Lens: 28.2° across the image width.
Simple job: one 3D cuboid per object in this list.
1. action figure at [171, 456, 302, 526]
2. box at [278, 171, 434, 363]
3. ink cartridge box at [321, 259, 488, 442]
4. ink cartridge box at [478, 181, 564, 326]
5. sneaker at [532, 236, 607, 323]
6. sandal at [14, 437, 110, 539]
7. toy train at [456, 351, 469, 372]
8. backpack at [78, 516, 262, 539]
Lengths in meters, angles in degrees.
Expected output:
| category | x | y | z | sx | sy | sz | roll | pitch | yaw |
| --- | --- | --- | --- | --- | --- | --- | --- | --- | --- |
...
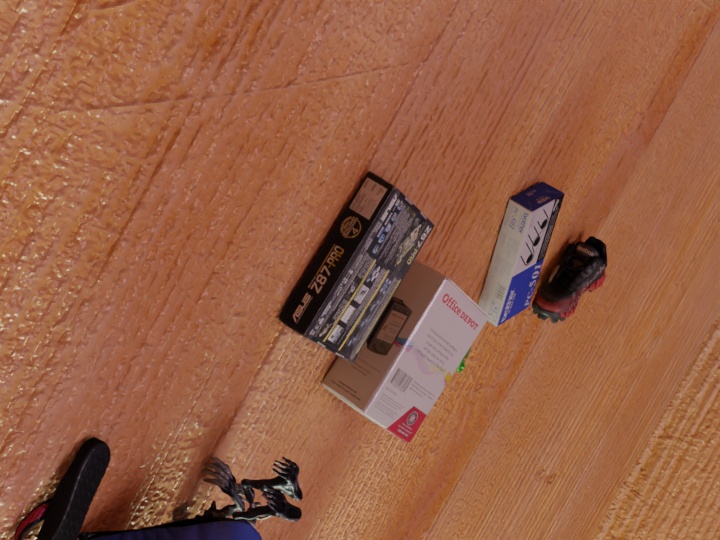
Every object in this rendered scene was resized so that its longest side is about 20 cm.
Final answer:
| category | x | y | z | sx | sy | sz | roll | pitch | yaw |
| --- | --- | --- | --- | --- | --- | --- | --- | --- | --- |
| action figure | -0.158 | 0.273 | 1.629 | 0.199 | 0.102 | 0.119 | -30 | -157 | 30 |
| box | 0.000 | 0.000 | 1.689 | 0.202 | 0.049 | 0.161 | -59 | 153 | -1 |
| ink cartridge box | 0.059 | 0.103 | 1.847 | 0.201 | 0.085 | 0.147 | -58 | 145 | -6 |
| ink cartridge box | 0.234 | -0.023 | 2.104 | 0.094 | 0.044 | 0.202 | -27 | 140 | -46 |
| sneaker | 0.340 | 0.009 | 2.307 | 0.200 | 0.070 | 0.099 | -36 | 147 | -44 |
| sandal | -0.308 | 0.256 | 1.409 | 0.075 | 0.045 | 0.202 | 72 | 38 | -65 |
| toy train | 0.111 | 0.103 | 2.020 | 0.200 | 0.041 | 0.057 | 28 | 82 | -65 |
| backpack | -0.186 | 0.360 | 1.515 | 0.197 | 0.170 | 0.163 | -12 | 149 | -3 |
